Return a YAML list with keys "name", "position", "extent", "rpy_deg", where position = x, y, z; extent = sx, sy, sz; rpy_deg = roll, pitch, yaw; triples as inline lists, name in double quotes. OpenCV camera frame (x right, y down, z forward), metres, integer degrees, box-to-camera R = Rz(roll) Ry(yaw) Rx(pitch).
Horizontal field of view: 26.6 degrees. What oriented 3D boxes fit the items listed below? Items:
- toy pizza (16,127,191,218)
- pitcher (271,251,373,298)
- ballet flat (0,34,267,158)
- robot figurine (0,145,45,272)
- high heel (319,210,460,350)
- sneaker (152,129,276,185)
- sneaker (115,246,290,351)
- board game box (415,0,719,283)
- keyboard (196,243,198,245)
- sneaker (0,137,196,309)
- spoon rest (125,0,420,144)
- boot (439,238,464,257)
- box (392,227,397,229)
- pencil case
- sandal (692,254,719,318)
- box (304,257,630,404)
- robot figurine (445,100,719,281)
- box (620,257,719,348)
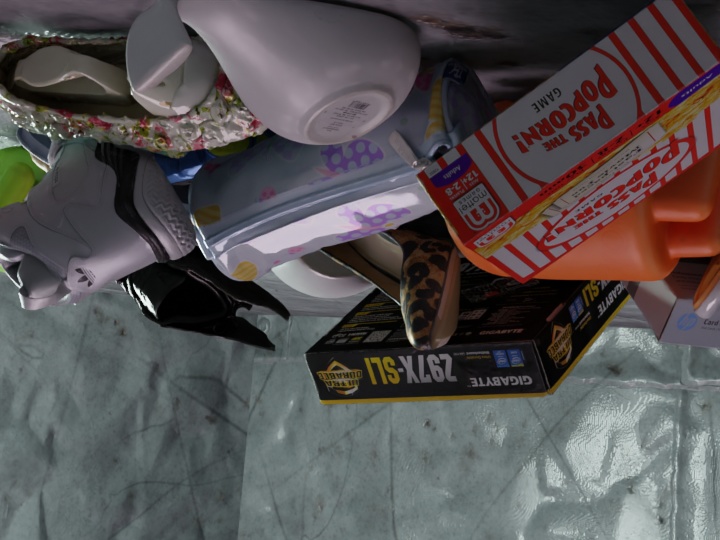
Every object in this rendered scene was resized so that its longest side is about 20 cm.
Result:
- name: "toy pizza"
  position: [-0.163, -0.067, 1.147]
  extent: [0.200, 0.032, 0.200]
  rpy_deg: [20, -167, -5]
- name: "pitcher"
  position: [-0.005, -0.048, 1.270]
  extent: [0.172, 0.121, 0.200]
  rpy_deg: [-16, -173, -5]
- name: "ballet flat"
  position: [-0.134, -0.107, 0.885]
  extent: [0.200, 0.076, 0.064]
  rpy_deg: [0, 164, 24]
- name: "robot figurine"
  position: [-0.265, -0.053, 1.340]
  extent: [0.200, 0.116, 0.175]
  rpy_deg: [1, 167, 31]
- name: "high heel"
  position: [0.000, 0.000, 1.077]
  extent: [0.143, 0.071, 0.200]
  rpy_deg: [3, -150, 4]
- name: "sneaker"
  position: [-0.087, -0.087, 1.049]
  extent: [0.200, 0.071, 0.083]
  rpy_deg: [-1, 167, 28]
- name: "sneaker"
  position: [-0.152, -0.001, 1.133]
  extent: [0.200, 0.060, 0.104]
  rpy_deg: [21, -164, -15]
- name: "board game box"
  position: [0.121, -0.062, 0.811]
  extent: [0.151, 0.046, 0.200]
  rpy_deg: [-36, 167, 9]
- name: "keyboard"
  position: [-0.143, -0.028, 1.085]
  extent: [0.056, 0.011, 0.200]
  rpy_deg: [13, -179, 33]
- name: "sneaker"
  position: [-0.184, -0.052, 0.954]
  extent: [0.115, 0.075, 0.200]
  rpy_deg: [-30, -139, -5]
- name: "spoon rest"
  position: [-0.044, -0.111, 0.793]
  extent: [0.099, 0.061, 0.200]
  rpy_deg: [-35, 157, 28]
- name: "boot"
  position: [0.147, -0.039, 1.247]
  extent: [0.200, 0.075, 0.097]
  rpy_deg: [-11, -177, -5]
- name: "box"
  position: [-0.025, -0.069, 1.086]
  extent: [0.200, 0.039, 0.041]
  rpy_deg: [18, 147, 56]
- name: "pencil case"
  position: [-0.008, -0.056, 0.923]
  extent: [0.200, 0.091, 0.083]
  rpy_deg: [-18, 121, 30]
- name: "sandal"
  position: [0.247, -0.042, 1.030]
  extent: [0.059, 0.079, 0.207]
  rpy_deg: [36, -146, 5]
- name: "box"
  position: [0.081, 0.040, 1.136]
  extent: [0.200, 0.049, 0.160]
  rpy_deg: [-6, -159, 35]
- name: "robot figurine"
  position: [0.138, -0.052, 0.990]
  extent: [0.200, 0.117, 0.144]
  rpy_deg: [1, -175, 29]
- name: "box"
  position: [0.253, -0.013, 1.113]
  extent: [0.156, 0.041, 0.200]
  rpy_deg: [7, -150, -19]
